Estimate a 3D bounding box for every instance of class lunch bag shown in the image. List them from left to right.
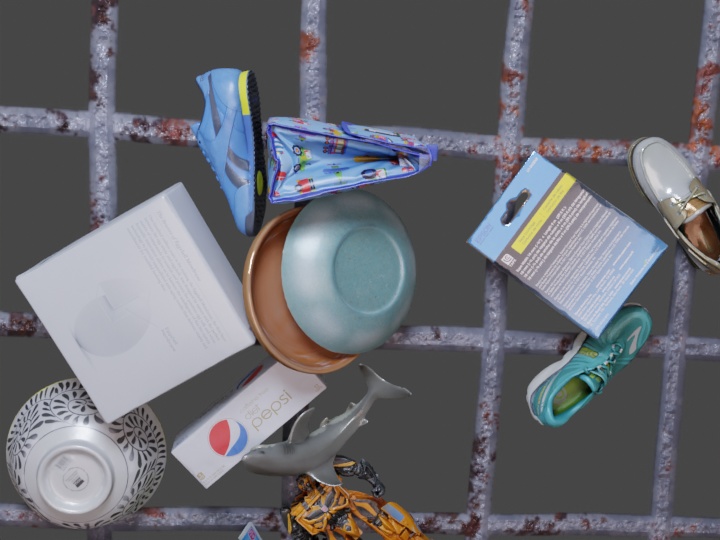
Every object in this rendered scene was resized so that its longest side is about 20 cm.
[{"bbox_3d":[-0.008,-0.130,1.194,0.200,0.151,0.094,-1,101,-5],"label":"lunch bag"}]

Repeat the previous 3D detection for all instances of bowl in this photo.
[{"bbox_3d":[-0.342,0.240,1.261,0.200,0.094,0.201,-1,100,-6],"label":"bowl"}]

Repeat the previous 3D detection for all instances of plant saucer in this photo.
[{"bbox_3d":[-0.061,0.024,1.233,0.200,0.037,0.201,5,82,-39],"label":"plant saucer"},{"bbox_3d":[0.000,0.000,1.226,0.201,0.039,0.201,2,87,-37],"label":"plant saucer"}]

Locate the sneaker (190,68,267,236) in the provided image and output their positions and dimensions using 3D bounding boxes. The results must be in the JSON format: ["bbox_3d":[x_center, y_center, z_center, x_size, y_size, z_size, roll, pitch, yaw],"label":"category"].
[{"bbox_3d":[-0.157,-0.139,1.228,0.078,0.066,0.200,-4,101,7],"label":"sneaker"}]

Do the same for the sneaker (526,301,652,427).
[{"bbox_3d":[0.300,0.126,1.309,0.077,0.080,0.200,43,93,-11],"label":"sneaker"}]

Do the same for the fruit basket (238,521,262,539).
[{"bbox_3d":[-0.129,0.446,1.284,0.094,0.185,0.200,-26,101,35],"label":"fruit basket"}]

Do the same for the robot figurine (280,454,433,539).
[{"bbox_3d":[-0.005,0.332,1.328,0.200,0.058,0.145,41,93,-12],"label":"robot figurine"}]

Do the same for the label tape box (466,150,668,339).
[{"bbox_3d":[0.253,-0.032,1.277,0.200,0.063,0.144,37,96,5],"label":"label tape box"}]

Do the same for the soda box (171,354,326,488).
[{"bbox_3d":[-0.139,0.177,1.284,0.200,0.064,0.068,-40,101,3],"label":"soda box"}]

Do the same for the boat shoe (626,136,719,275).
[{"bbox_3d":[0.409,-0.083,1.286,0.075,0.068,0.200,-38,102,2],"label":"boat shoe"}]

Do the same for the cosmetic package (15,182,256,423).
[{"bbox_3d":[-0.252,0.034,1.209,0.200,0.123,0.200,-28,101,7],"label":"cosmetic package"}]

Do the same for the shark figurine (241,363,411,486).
[{"bbox_3d":[-0.033,0.217,1.276,0.214,0.090,0.128,-31,146,-13],"label":"shark figurine"}]
